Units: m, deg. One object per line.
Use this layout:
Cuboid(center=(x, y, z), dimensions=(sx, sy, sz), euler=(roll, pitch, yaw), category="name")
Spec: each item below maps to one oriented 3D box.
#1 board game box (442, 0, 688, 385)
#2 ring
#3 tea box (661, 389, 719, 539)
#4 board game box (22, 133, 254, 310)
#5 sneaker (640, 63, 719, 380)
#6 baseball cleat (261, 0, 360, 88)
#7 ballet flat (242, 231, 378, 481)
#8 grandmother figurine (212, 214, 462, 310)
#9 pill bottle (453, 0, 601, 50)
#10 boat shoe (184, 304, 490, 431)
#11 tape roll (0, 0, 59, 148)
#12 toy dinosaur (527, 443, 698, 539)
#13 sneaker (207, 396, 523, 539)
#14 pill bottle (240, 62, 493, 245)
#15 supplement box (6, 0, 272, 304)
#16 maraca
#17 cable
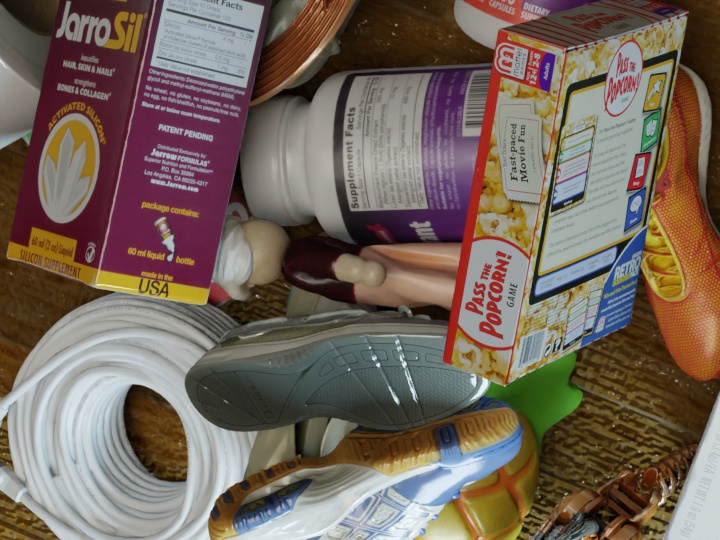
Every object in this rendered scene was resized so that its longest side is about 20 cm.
Cuboid(center=(0.119, -0.049, 1.518), dimensions=(0.046, 0.151, 0.200), euler=(20, 112, 29), category="board game box")
Cuboid(center=(-0.065, -0.194, 1.642), dimensions=(0.200, 0.019, 0.201), euler=(-23, 56, 40), category="ring")
Cuboid(center=(0.306, 0.112, 1.584), dimensions=(0.197, 0.134, 0.200), euler=(20, 105, 13), category="tea box")
Cuboid(center=(-0.143, -0.062, 1.753), dimensions=(0.096, 0.030, 0.200), euler=(-40, 84, 20), category="board game box")
Cuboid(center=(0.183, -0.028, 1.621), dimensions=(0.073, 0.077, 0.200), euler=(-13, 91, 47), category="sneaker")
Cuboid(center=(-0.015, -0.209, 1.662), dimensions=(0.200, 0.070, 0.106), euler=(-48, 44, -3), category="baseball cleat")
Cuboid(center=(-0.018, 0.065, 1.673), dimensions=(0.069, 0.069, 0.200), euler=(8, 71, 16), category="ballet flat")
Cuboid(center=(0.000, 0.000, 1.615), dimensions=(0.200, 0.121, 0.061), euler=(10, 74, 4), category="grandmother figurine")
Cuboid(center=(0.134, -0.225, 1.589), dimensions=(0.112, 0.112, 0.200), euler=(20, 105, 13), category="pill bottle")
Cuboid(center=(-0.010, 0.053, 1.598), dimensions=(0.202, 0.065, 0.074), euler=(-9, 123, 31), category="boat shoe")
Cuboid(center=(-0.276, -0.165, 1.683), dimensions=(0.139, 0.203, 0.203), euler=(-27, 91, 21), category="tape roll")
Cuboid(center=(0.143, 0.181, 1.634), dimensions=(0.200, 0.136, 0.102), euler=(-20, 59, -15), category="toy dinosaur")
Cuboid(center=(0.012, 0.143, 1.598), dimensions=(0.200, 0.075, 0.088), euler=(-22, 110, 8), category="sneaker")
Cuboid(center=(0.032, -0.071, 1.649), dimensions=(0.200, 0.111, 0.112), euler=(-1, 99, 18), category="pill bottle")
Cuboid(center=(-0.134, -0.089, 1.598), dimensions=(0.110, 0.086, 0.200), euler=(15, 94, 52), category="supplement box")
Cuboid(center=(0.062, 0.122, 1.672), dimensions=(0.200, 0.137, 0.107), euler=(-55, 48, 15), category="maraca")
Cuboid(center=(-0.137, 0.112, 1.742), dimensions=(0.200, 0.069, 0.200), euler=(46, 119, 9), category="cable")
